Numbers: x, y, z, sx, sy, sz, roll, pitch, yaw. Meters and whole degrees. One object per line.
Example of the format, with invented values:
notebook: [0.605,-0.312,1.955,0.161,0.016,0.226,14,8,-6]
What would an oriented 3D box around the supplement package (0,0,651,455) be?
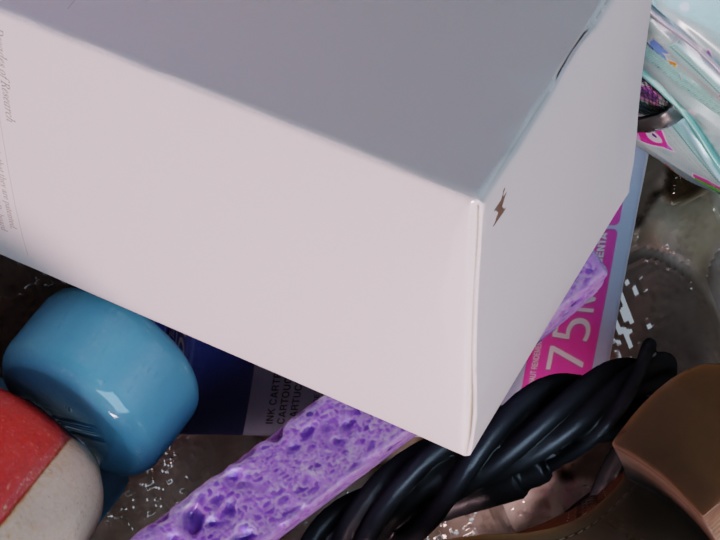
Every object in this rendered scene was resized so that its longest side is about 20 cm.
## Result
supplement package: [-0.028,-0.056,0.728,0.122,0.199,0.120,-55,158,-34]

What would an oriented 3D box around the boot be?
boot: [0.079,0.129,0.836,0.199,0.074,0.155,-37,151,-3]

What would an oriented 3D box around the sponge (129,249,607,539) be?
sponge: [-0.014,0.060,0.793,0.199,0.112,0.030,-35,86,-18]

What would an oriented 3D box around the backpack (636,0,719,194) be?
backpack: [0.144,-0.112,0.821,0.176,0.153,0.200,-50,122,-5]

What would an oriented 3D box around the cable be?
cable: [0.046,0.095,0.887,0.162,0.051,0.201,2,134,-35]

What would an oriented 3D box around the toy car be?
toy car: [-0.191,0.060,0.774,0.200,0.177,0.185,39,62,-3]

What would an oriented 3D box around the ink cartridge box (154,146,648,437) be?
ink cartridge box: [0.000,0.000,0.880,0.198,0.042,0.120,3,109,-18]
